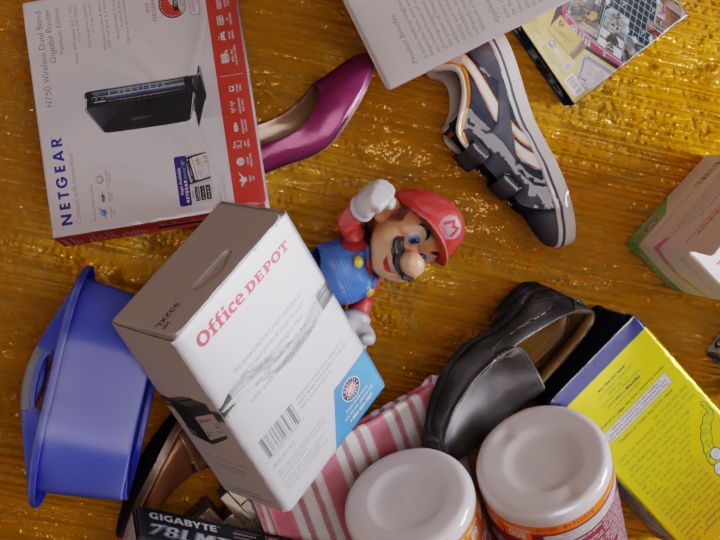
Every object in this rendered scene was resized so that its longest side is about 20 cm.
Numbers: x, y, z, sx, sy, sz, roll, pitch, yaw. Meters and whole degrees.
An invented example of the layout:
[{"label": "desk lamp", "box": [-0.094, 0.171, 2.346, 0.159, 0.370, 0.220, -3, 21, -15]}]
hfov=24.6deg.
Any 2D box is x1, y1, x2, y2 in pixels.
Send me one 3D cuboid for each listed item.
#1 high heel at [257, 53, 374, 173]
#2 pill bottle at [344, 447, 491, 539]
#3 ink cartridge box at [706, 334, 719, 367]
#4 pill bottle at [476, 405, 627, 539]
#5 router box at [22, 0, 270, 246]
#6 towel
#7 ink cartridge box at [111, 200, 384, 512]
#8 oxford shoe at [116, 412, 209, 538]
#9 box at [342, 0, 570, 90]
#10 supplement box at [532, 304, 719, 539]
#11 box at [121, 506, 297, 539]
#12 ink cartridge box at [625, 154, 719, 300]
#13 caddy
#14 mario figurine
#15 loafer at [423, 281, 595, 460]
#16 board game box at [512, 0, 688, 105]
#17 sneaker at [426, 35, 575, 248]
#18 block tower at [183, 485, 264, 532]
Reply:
[{"label": "high heel", "box": [-0.078, -0.128, 1.406, 0.096, 0.067, 0.200, 41, 90, -21]}, {"label": "pill bottle", "box": [0.063, 0.254, 1.402, 0.111, 0.112, 0.201, -27, 132, -7]}, {"label": "ink cartridge box", "box": [0.394, 0.048, 1.470, 0.076, 0.136, 0.200, 42, 86, -5]}, {"label": "pill bottle", "box": [0.169, 0.218, 1.410, 0.113, 0.114, 0.201, -26, 137, -7]}, {"label": "router box", "box": [-0.176, -0.133, 1.366, 0.177, 0.049, 0.202, -10, 83, -1]}, {"label": "towel", "box": [0.005, 0.190, 1.430, 0.199, 0.030, 0.147, -28, 125, -17]}, {"label": "ink cartridge box", "box": [-0.085, 0.068, 1.317, 0.145, 0.083, 0.201, -50, 130, -27]}, {"label": "oxford shoe", "box": [-0.142, 0.151, 1.417, 0.071, 0.071, 0.201, 33, 87, -16]}, {"label": "box", "box": [0.095, -0.249, 1.357, 0.198, 0.152, 0.107, -24, 102, 16]}, {"label": "supplement box", "box": [0.254, 0.142, 1.466, 0.109, 0.109, 0.200, -44, 100, -4]}, {"label": "box", "box": [-0.126, 0.309, 1.392, 0.198, 0.050, 0.200, 14, 115, -19]}, {"label": "ink cartridge box", "box": [0.319, -0.037, 1.418, 0.067, 0.200, 0.117, 44, 86, -10]}, {"label": "caddy", "box": [-0.225, 0.099, 1.351, 0.104, 0.141, 0.202, 12, 81, -2]}, {"label": "mario figurine", "box": [0.000, 0.000, 1.406, 0.199, 0.124, 0.107, -27, 72, -2]}, {"label": "loafer", "box": [0.127, 0.087, 1.418, 0.200, 0.072, 0.073, -52, 130, -26]}, {"label": "board game box", "box": [0.180, -0.267, 1.462, 0.135, 0.035, 0.201, -37, 99, -6]}, {"label": "sneaker", "box": [0.119, -0.105, 1.442, 0.079, 0.078, 0.202, -22, 86, -13]}, {"label": "block tower", "box": [-0.108, 0.212, 1.434, 0.200, 0.054, 0.058, -43, 101, -4]}]
